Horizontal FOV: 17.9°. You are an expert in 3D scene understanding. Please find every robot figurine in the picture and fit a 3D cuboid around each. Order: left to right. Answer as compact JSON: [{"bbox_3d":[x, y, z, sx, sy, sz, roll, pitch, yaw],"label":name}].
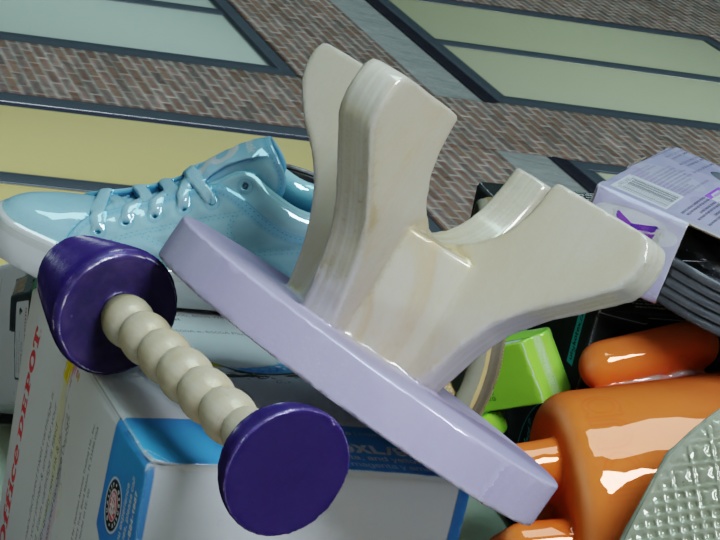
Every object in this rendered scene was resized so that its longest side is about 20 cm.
[{"bbox_3d":[0.160,0.113,1.144,0.199,0.117,0.144,-7,39,-11],"label":"robot figurine"}]

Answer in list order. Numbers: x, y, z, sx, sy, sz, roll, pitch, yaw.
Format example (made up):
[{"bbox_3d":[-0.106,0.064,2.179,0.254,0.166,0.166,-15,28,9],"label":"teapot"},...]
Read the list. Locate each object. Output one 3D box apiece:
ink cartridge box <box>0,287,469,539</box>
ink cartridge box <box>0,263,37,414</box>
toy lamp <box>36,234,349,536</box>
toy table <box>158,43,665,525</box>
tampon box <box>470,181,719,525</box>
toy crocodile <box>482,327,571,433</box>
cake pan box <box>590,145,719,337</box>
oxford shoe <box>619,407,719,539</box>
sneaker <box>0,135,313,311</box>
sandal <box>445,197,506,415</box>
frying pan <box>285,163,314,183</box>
[{"bbox_3d":[-0.066,0.110,1.006,0.144,0.148,0.200,4,20,-23],"label":"ink cartridge box"},{"bbox_3d":[-0.109,0.037,1.196,0.146,0.085,0.200,5,-6,-23],"label":"ink cartridge box"},{"bbox_3d":[-0.075,0.037,0.892,0.058,0.058,0.200,1,21,-30],"label":"toy lamp"},{"bbox_3d":[0.023,-0.002,0.915,0.200,0.117,0.184,34,2,21],"label":"toy table"},{"bbox_3d":[0.138,0.056,1.302,0.126,0.150,0.200,6,20,-19],"label":"tampon box"},{"bbox_3d":[0.031,0.065,1.247,0.200,0.068,0.062,-18,9,40],"label":"toy crocodile"},{"bbox_3d":[0.217,0.000,1.188,0.184,0.052,0.200,23,15,13],"label":"cake pan box"},{"bbox_3d":[0.157,0.131,1.053,0.075,0.200,0.058,38,-3,21],"label":"oxford shoe"},{"bbox_3d":[-0.069,-0.028,1.048,0.199,0.082,0.074,8,17,-9],"label":"sneaker"},{"bbox_3d":[0.033,0.058,1.143,0.054,0.201,0.080,17,4,-8],"label":"sandal"},{"bbox_3d":[-0.016,-0.007,1.200,0.115,0.031,0.190,23,-18,10],"label":"frying pan"}]
